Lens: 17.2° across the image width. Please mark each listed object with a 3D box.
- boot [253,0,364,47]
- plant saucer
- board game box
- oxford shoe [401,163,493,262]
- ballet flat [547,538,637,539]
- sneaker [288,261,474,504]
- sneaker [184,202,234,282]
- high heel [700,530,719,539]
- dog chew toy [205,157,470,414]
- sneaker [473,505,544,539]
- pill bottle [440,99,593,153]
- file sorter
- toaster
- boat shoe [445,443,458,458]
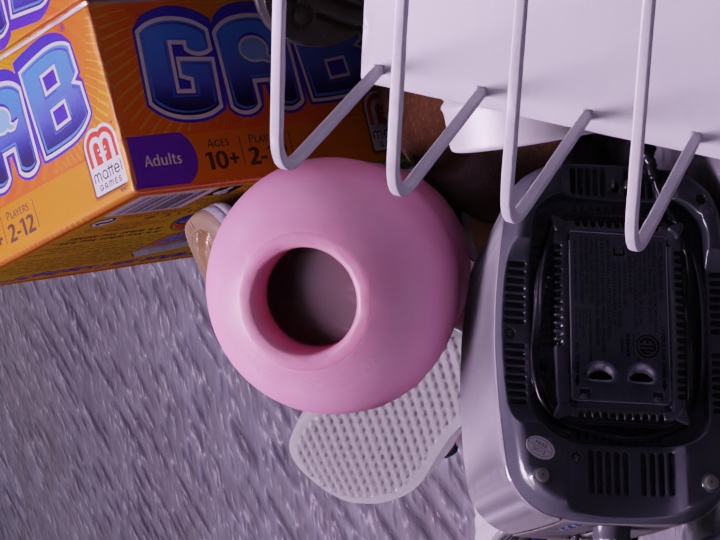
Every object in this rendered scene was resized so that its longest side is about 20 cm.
[{"bbox_3d":[-0.017,-0.214,1.217,0.158,0.079,0.212,13,79,65],"label":"boot"},{"bbox_3d":[0.050,-0.123,1.204,0.200,0.036,0.202,175,90,-67],"label":"plant saucer"},{"bbox_3d":[-0.123,-0.119,1.317,0.199,0.199,0.201,-23,79,48],"label":"board game box"},{"bbox_3d":[0.044,-0.051,1.336,0.200,0.057,0.076,-145,38,-63],"label":"oxford shoe"},{"bbox_3d":[0.097,0.154,1.193,0.046,0.201,0.067,17,159,31],"label":"ballet flat"},{"bbox_3d":[0.040,0.057,1.348,0.075,0.105,0.200,42,139,-3],"label":"sneaker"},{"bbox_3d":[-0.028,-0.005,1.319,0.070,0.108,0.200,54,171,23],"label":"sneaker"},{"bbox_3d":[0.129,0.202,1.195,0.072,0.142,0.200,56,157,31],"label":"high heel"},{"bbox_3d":[0.000,0.000,1.194,0.200,0.124,0.125,-30,-77,-72],"label":"dog chew toy"},{"bbox_3d":[0.095,0.102,1.319,0.200,0.074,0.088,124,135,-65],"label":"sneaker"},{"bbox_3d":[0.062,-0.158,1.066,0.109,0.109,0.201,-173,72,-70],"label":"pill bottle"},{"bbox_3d":[0.078,-0.094,0.897,0.199,0.125,0.139,13,123,17],"label":"file sorter"},{"bbox_3d":[0.106,0.038,1.119,0.129,0.113,0.201,123,148,-70],"label":"toaster"},{"bbox_3d":[0.025,0.018,1.438,0.075,0.061,0.201,88,178,-70],"label":"boat shoe"}]
